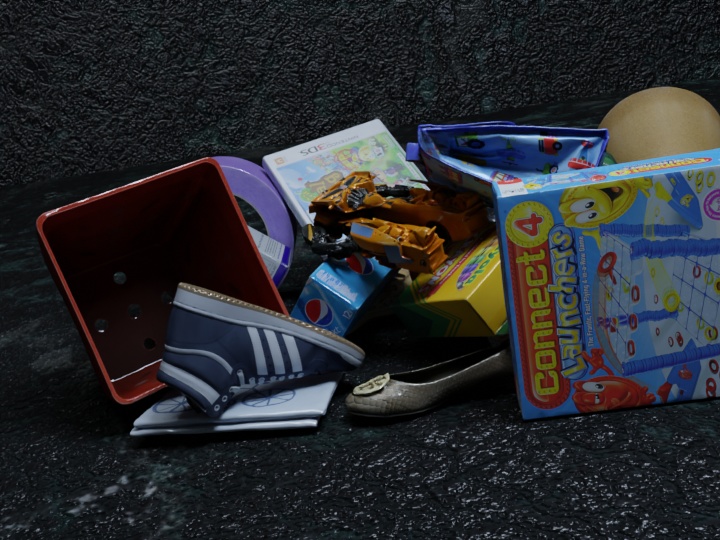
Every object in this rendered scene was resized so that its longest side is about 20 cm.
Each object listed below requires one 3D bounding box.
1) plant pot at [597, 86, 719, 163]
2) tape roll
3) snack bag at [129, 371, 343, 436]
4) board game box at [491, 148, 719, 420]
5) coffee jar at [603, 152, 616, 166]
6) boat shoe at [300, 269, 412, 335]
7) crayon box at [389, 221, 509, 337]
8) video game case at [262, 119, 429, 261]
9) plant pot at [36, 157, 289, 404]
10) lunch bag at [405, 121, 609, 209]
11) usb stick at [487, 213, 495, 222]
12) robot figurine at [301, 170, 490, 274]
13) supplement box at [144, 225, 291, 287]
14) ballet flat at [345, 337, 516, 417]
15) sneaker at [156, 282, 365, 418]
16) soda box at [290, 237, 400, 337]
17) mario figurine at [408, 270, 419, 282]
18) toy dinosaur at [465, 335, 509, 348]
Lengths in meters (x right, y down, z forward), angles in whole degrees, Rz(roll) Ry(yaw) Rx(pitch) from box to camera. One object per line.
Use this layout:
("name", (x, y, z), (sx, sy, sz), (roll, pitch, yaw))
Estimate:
("plant pot", (0.415, -0.122, 1.275), (0.185, 0.187, 0.200), (-6, 31, 12))
("tape roll", (-0.186, -0.048, 1.270), (0.199, 0.201, 0.085), (-9, 14, 2))
("snack bag", (-0.110, 0.119, 0.952), (0.187, 0.022, 0.200), (-6, 12, 10))
("board game box", (0.218, 0.014, 0.789), (0.195, 0.201, 0.056), (-8, 16, 6))
("coffee jar", (0.298, -0.075, 1.191), (0.085, 0.105, 0.200), (8, 27, -6))
("boat shoe", (0.004, 0.026, 1.143), (0.073, 0.063, 0.200), (2, 18, 36))
("crayon box", (0.124, 0.006, 0.944), (0.127, 0.051, 0.200), (-46, 14, -20))
("video game case", (-0.005, -0.106, 1.238), (0.181, 0.022, 0.200), (-21, 57, -20))
("plant pot", (-0.226, 0.025, 1.017), (0.199, 0.201, 0.176), (-24, -3, -29))
("lunch bag", (0.143, -0.100, 0.977), (0.199, 0.095, 0.151), (11, -3, 10))
("usb stick", (0.226, -0.074, 1.306), (0.200, 0.033, 0.055), (-20, -11, -46))
("robot figurine", (0.029, -0.057, 1.002), (0.199, 0.058, 0.145), (17, 44, 41))
("supplement box", (-0.198, -0.022, 1.180), (0.199, 0.102, 0.103), (29, 11, -9))
("ballet flat", (0.081, 0.094, 0.872), (0.199, 0.047, 0.067), (-11, 14, -7))
("sneaker", (-0.096, 0.091, 0.891), (0.199, 0.109, 0.070), (20, -4, -27))
("soda box", (0.000, 0.000, 1.070), (0.064, 0.068, 0.200), (34, 38, 7))
("mario figurine", (0.137, -0.029, 1.162), (0.199, 0.124, 0.106), (-15, 36, -37))
("toy dinosaur", (0.167, 0.025, 1.009), (0.135, 0.102, 0.200), (-24, 35, 10))
